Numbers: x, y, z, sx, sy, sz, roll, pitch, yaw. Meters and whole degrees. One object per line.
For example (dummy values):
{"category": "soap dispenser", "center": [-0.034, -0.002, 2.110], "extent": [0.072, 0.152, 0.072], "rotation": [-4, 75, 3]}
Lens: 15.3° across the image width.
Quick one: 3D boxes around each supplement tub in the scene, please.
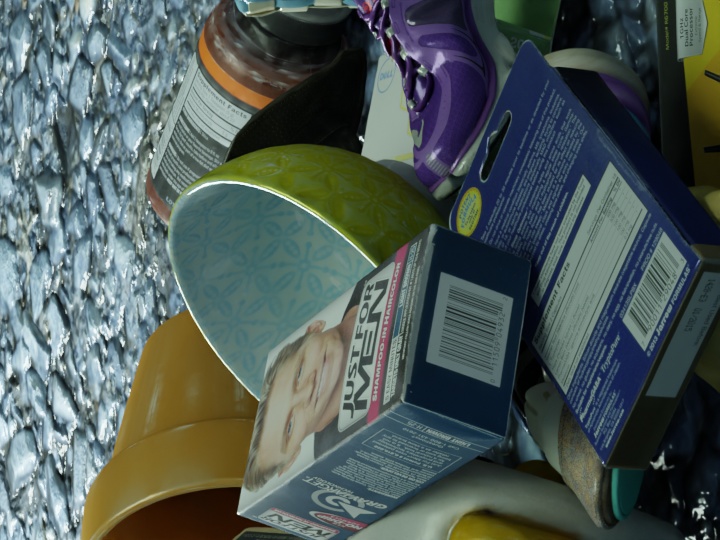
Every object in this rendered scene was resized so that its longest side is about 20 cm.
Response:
{"category": "supplement tub", "center": [-0.070, -0.115, 1.817], "extent": [0.200, 0.107, 0.107], "rotation": [-64, 37, 38]}

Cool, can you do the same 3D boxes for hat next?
{"category": "hat", "center": [-0.029, -0.041, 1.724], "extent": [0.081, 0.200, 0.201], "rotation": [38, 130, 16]}

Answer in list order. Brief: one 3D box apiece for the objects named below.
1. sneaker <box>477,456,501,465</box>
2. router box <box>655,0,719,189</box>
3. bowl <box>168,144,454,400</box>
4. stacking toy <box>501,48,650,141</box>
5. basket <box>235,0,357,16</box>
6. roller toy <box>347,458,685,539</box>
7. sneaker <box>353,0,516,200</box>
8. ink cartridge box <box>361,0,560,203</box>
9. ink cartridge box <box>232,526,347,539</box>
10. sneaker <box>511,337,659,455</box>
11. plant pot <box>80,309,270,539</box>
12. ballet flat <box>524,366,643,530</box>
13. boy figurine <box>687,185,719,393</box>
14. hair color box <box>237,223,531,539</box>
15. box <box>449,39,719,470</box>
{"category": "sneaker", "center": [0.054, 0.137, 1.629], "extent": [0.200, 0.074, 0.080], "rotation": [39, 113, 50]}
{"category": "router box", "center": [0.211, -0.052, 1.339], "extent": [0.149, 0.051, 0.201], "rotation": [-5, 87, 62]}
{"category": "bowl", "center": [0.000, 0.000, 1.512], "extent": [0.200, 0.108, 0.201], "rotation": [30, 144, 25]}
{"category": "stacking toy", "center": [0.122, -0.032, 1.412], "extent": [0.200, 0.085, 0.086], "rotation": [-93, 20, -53]}
{"category": "basket", "center": [-0.025, -0.265, 1.652], "extent": [0.139, 0.175, 0.201], "rotation": [-102, 14, -56]}
{"category": "roller toy", "center": [0.078, 0.169, 1.431], "extent": [0.182, 0.200, 0.140], "rotation": [10, 81, 45]}
{"category": "sneaker", "center": [0.032, -0.126, 1.489], "extent": [0.081, 0.083, 0.201], "rotation": [-48, 36, 42]}
{"category": "ink cartridge box", "center": [0.063, -0.130, 1.579], "extent": [0.145, 0.048, 0.201], "rotation": [-9, 69, 62]}
{"category": "ink cartridge box", "center": [-0.003, 0.254, 1.612], "extent": [0.200, 0.075, 0.165], "rotation": [55, 156, -13]}
{"category": "sneaker", "center": [0.115, 0.026, 1.501], "extent": [0.083, 0.070, 0.200], "rotation": [111, 149, -44]}
{"category": "plant pot", "center": [-0.085, 0.129, 1.773], "extent": [0.200, 0.199, 0.184], "rotation": [120, 155, -43]}
{"category": "ballet flat", "center": [0.123, 0.065, 1.388], "extent": [0.200, 0.067, 0.068], "rotation": [-61, -32, -53]}
{"category": "boy figurine", "center": [0.187, 0.016, 1.262], "extent": [0.200, 0.064, 0.125], "rotation": [-144, 43, -58]}
{"category": "hair color box", "center": [0.009, 0.063, 1.362], "extent": [0.200, 0.060, 0.100], "rotation": [-40, 34, 56]}
{"category": "box", "center": [0.110, -0.013, 1.300], "extent": [0.200, 0.032, 0.122], "rotation": [58, 135, 46]}
